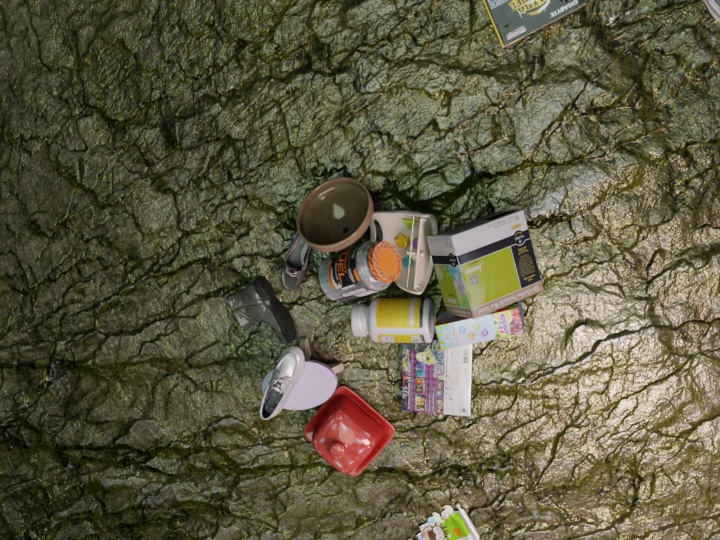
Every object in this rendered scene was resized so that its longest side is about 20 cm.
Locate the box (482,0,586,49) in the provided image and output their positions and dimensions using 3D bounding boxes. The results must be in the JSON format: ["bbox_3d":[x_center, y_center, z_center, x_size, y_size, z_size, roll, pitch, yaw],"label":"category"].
[{"bbox_3d":[0.377,-0.614,1.482,0.198,0.049,0.161,-23,94,16],"label":"box"}]

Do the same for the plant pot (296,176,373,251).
[{"bbox_3d":[-0.051,-0.122,1.638,0.198,0.093,0.203,-12,58,19],"label":"plant pot"}]

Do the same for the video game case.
[{"bbox_3d":[0.197,0.268,1.711,0.179,0.036,0.203,2,102,13],"label":"video game case"}]

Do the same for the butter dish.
[{"bbox_3d":[-0.043,0.444,1.745,0.200,0.148,0.200,40,106,3],"label":"butter dish"}]

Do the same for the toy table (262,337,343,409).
[{"bbox_3d":[-0.147,0.281,1.751,0.197,0.117,0.187,1,101,12],"label":"toy table"}]

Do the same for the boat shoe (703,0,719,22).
[{"bbox_3d":[0.760,-0.579,1.391,0.202,0.065,0.074,44,107,1],"label":"boat shoe"}]

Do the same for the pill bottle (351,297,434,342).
[{"bbox_3d":[0.081,0.125,1.669,0.197,0.111,0.113,-1,101,13],"label":"pill bottle"}]

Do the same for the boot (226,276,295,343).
[{"bbox_3d":[-0.265,0.126,1.781,0.130,0.068,0.201,-33,85,22],"label":"boot"}]

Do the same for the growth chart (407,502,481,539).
[{"bbox_3d":[0.226,0.727,1.809,0.199,0.018,0.145,-40,90,16],"label":"growth chart"}]

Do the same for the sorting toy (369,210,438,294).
[{"bbox_3d":[0.092,-0.069,1.639,0.178,0.107,0.203,14,114,22],"label":"sorting toy"}]

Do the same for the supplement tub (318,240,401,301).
[{"bbox_3d":[0.000,0.000,1.618,0.199,0.122,0.124,-19,98,46],"label":"supplement tub"}]

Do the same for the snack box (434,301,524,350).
[{"bbox_3d":[0.287,0.118,1.590,0.197,0.169,0.069,-13,98,16],"label":"snack box"}]

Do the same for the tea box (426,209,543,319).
[{"bbox_3d":[0.286,-0.016,1.537,0.198,0.133,0.199,-19,97,-20],"label":"tea box"}]

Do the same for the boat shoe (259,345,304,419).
[{"bbox_3d":[-0.202,0.283,1.667,0.072,0.069,0.201,32,105,4],"label":"boat shoe"}]

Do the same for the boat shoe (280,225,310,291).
[{"bbox_3d":[-0.166,-0.037,1.720,0.066,0.057,0.202,23,105,7],"label":"boat shoe"}]
